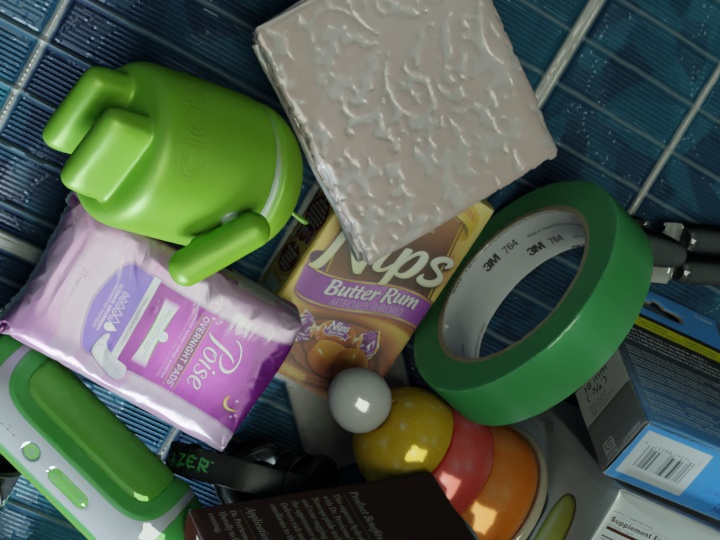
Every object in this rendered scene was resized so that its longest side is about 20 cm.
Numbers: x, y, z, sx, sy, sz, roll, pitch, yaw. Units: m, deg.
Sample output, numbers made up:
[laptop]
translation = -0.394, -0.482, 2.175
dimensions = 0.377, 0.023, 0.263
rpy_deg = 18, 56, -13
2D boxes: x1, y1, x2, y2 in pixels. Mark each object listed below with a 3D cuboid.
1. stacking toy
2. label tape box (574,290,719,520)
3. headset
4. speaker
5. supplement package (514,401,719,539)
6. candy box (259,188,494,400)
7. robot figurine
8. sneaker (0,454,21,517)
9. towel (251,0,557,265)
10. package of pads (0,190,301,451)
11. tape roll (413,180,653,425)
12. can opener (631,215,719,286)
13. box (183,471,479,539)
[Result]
[stacking toy]
translation = 0.044, 0.138, 1.418
dimensions = 0.146, 0.146, 0.200
rpy_deg = -41, 126, 2
[label tape box]
translation = 0.245, 0.100, 1.466
dimensions = 0.143, 0.201, 0.063
rpy_deg = 23, 119, -24
[headset]
translation = -0.059, 0.159, 1.435
dimensions = 0.199, 0.123, 0.095
rpy_deg = 23, 80, -38
[speaker]
translation = -0.211, 0.137, 1.351
dimensions = 0.200, 0.088, 0.088
rpy_deg = 45, 94, -1
[supplement package]
translation = 0.180, 0.243, 1.492
dimensions = 0.146, 0.191, 0.201
rpy_deg = 25, 101, -24
[candy box]
translation = 0.000, 0.000, 1.417
dimensions = 0.116, 0.056, 0.201
rpy_deg = 30, 98, -24
[robot figurine]
translation = -0.124, -0.078, 1.283
dimensions = 0.199, 0.176, 0.116
rpy_deg = 15, 124, -44
[sneaker]
translation = -0.293, 0.197, 1.389
dimensions = 0.139, 0.078, 0.201
rpy_deg = -31, 117, -3
[towel]
translation = 0.035, -0.133, 1.347
dimensions = 0.190, 0.032, 0.201
rpy_deg = -31, 105, -20
[package of pads]
translation = -0.154, 0.036, 1.334
dimensions = 0.199, 0.076, 0.121
rpy_deg = 30, 98, -13
[tape roll]
translation = 0.130, 0.023, 1.385
dimensions = 0.201, 0.201, 0.048
rpy_deg = -47, 117, 4
[can opener]
translation = 0.281, -0.009, 1.500
dimensions = 0.198, 0.066, 0.053
rpy_deg = 4, 108, -24
[box]
translation = -0.015, 0.270, 1.311
dimensions = 0.198, 0.166, 0.166
rpy_deg = -6, 119, -19
